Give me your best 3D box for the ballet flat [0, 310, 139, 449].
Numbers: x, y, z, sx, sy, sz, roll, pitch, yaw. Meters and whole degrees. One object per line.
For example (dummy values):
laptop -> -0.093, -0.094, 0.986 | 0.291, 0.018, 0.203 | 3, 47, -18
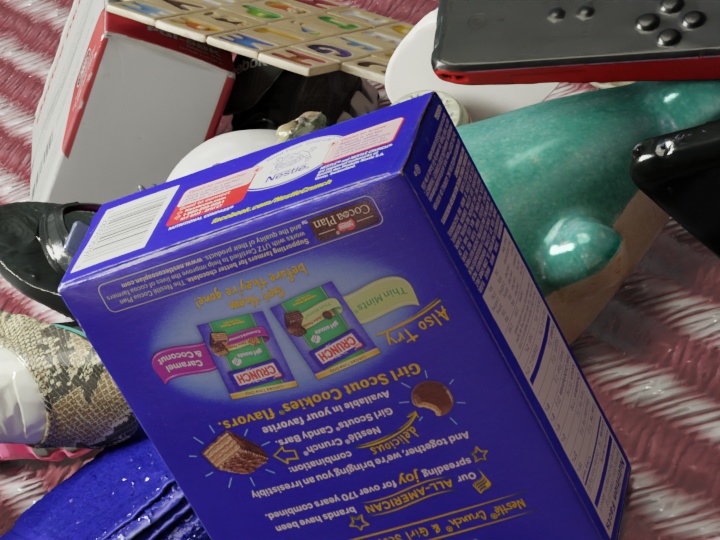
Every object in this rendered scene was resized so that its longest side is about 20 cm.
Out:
ballet flat -> -0.189, 0.050, 1.507 | 0.075, 0.068, 0.200 | -22, 30, -33

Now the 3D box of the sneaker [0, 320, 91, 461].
sneaker -> -0.204, 0.066, 1.635 | 0.199, 0.079, 0.095 | -9, 24, 25

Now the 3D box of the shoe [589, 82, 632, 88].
shoe -> 0.144, -0.132, 1.607 | 0.053, 0.070, 0.200 | -32, 24, -27

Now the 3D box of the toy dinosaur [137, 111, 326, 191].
toy dinosaur -> -0.071, -0.003, 1.510 | 0.088, 0.048, 0.201 | 0, 60, 24

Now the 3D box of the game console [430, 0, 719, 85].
game console -> 0.128, -0.167, 1.439 | 0.176, 0.031, 0.201 | 0, 49, 10

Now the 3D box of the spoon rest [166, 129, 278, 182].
spoon rest -> -0.012, -0.047, 1.625 | 0.199, 0.100, 0.061 | -22, -16, -1

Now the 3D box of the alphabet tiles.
alphabet tiles -> -0.044, -0.138, 1.691 | 0.199, 0.006, 0.166 | 19, 18, 25

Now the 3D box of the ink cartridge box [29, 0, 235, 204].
ink cartridge box -> -0.136, -0.097, 1.768 | 0.200, 0.082, 0.147 | -101, 30, -66

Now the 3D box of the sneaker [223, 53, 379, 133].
sneaker -> -0.052, -0.080, 1.710 | 0.066, 0.091, 0.200 | -18, 26, 29

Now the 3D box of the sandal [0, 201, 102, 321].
sandal -> -0.123, 0.001, 1.588 | 0.075, 0.048, 0.200 | -24, 42, -37

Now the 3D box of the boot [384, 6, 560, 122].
boot -> 0.101, -0.143, 1.555 | 0.200, 0.073, 0.090 | -28, 19, 39

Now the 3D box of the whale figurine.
whale figurine -> 0.089, -0.043, 1.420 | 0.200, 0.104, 0.159 | -41, 22, 11

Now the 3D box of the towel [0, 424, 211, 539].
towel -> -0.139, 0.138, 1.429 | 0.200, 0.050, 0.147 | -38, 25, -16

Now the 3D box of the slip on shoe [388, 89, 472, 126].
slip on shoe -> 0.000, 0.000, 1.537 | 0.074, 0.061, 0.200 | 18, 64, 37

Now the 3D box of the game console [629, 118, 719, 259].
game console -> 0.243, -0.072, 1.322 | 0.199, 0.176, 0.117 | -14, 56, 34

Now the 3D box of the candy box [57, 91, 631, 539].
candy box -> -0.003, 0.046, 1.259 | 0.168, 0.201, 0.077 | -17, 25, 25

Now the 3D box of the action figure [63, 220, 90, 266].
action figure -> -0.040, 0.005, 1.370 | 0.193, 0.199, 0.105 | -25, 39, 64
